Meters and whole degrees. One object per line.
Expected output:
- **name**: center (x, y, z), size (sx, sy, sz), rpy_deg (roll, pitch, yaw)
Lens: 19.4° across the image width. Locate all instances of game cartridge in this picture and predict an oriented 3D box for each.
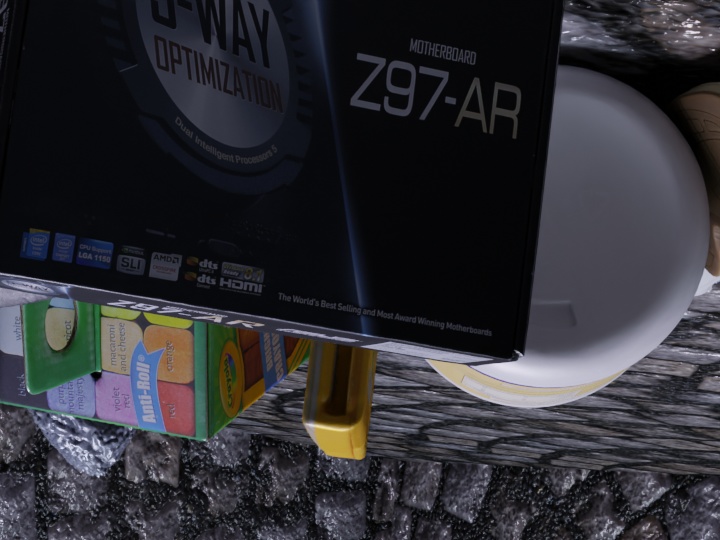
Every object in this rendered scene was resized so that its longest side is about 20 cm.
- **game cartridge**: center (0.000, 0.000, 1.052), size (0.032, 0.178, 0.200), rpy_deg (6, 172, 4)

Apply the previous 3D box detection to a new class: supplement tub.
- **supplement tub**: center (0.085, -0.010, 1.018), size (0.144, 0.147, 0.200), rpy_deg (7, 172, 1)

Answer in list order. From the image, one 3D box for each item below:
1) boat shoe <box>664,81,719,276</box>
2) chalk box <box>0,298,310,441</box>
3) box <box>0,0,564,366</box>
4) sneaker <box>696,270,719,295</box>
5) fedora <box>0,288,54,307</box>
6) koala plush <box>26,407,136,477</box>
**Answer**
- **boat shoe**: center (0.185, -0.051, 0.980), size (0.065, 0.073, 0.200), rpy_deg (-29, 165, -3)
- **chalk box**: center (-0.105, 0.002, 1.050), size (0.123, 0.126, 0.200), rpy_deg (8, -159, 20)
- **box**: center (-0.030, -0.060, 0.739), size (0.198, 0.162, 0.043), rpy_deg (11, 172, -20)
- **sneaker**: center (0.167, -0.004, 1.262), size (0.080, 0.077, 0.200), rpy_deg (0, 175, -19)
- **fedora**: center (-0.146, -0.084, 0.829), size (0.198, 0.202, 0.092), rpy_deg (6, -153, 5)
- **koala plush**: center (-0.226, 0.009, 1.469), size (0.199, 0.185, 0.177), rpy_deg (31, 177, -15)
